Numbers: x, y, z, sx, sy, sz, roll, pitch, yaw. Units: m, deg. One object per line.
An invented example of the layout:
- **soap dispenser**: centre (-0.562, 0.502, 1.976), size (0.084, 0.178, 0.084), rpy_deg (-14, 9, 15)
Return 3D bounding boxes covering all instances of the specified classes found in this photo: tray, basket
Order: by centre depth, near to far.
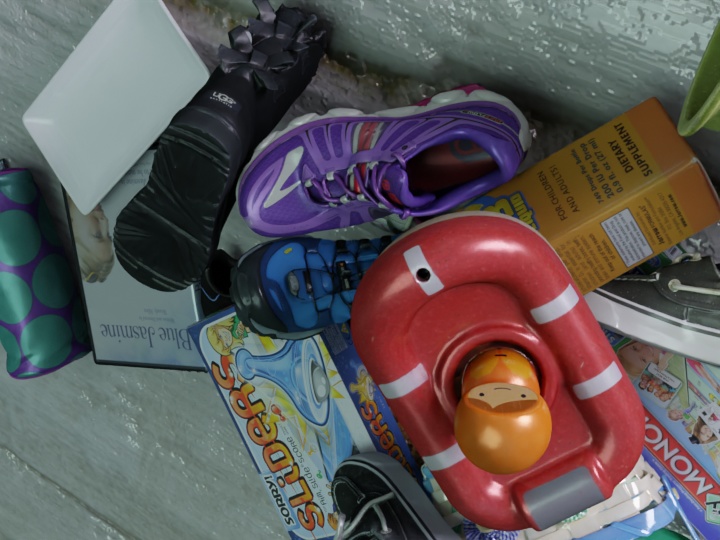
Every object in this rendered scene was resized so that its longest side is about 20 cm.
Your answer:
- **basket**: centre (0.136, 0.190, 0.779), size (0.176, 0.139, 0.200), rpy_deg (-30, 85, 14)
- **tray**: centre (-0.201, -0.143, 0.959), size (0.200, 0.022, 0.107), rpy_deg (-39, 81, 35)

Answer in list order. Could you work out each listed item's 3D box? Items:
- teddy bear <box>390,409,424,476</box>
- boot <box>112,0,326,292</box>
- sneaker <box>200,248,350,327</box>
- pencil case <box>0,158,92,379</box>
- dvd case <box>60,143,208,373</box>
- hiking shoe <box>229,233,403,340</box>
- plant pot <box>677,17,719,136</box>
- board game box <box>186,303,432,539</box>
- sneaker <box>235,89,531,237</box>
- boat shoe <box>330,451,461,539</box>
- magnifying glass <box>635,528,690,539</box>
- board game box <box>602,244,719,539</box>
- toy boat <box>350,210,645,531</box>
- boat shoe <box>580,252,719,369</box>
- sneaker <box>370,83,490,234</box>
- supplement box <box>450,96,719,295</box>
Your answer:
- **teddy bear**: centre (0.085, 0.149, 0.910), size (0.200, 0.067, 0.145), rpy_deg (-2, 121, 27)
- **boot**: centre (-0.100, -0.092, 0.841), size (0.073, 0.163, 0.198), rpy_deg (30, 138, -2)
- **sneaker**: centre (-0.051, 0.038, 0.931), size (0.200, 0.070, 0.078), rpy_deg (13, 127, 30)
- **pencil case**: centre (-0.322, 0.001, 1.084), size (0.092, 0.085, 0.200), rpy_deg (-10, 107, 20)
- **dvd case**: centre (-0.199, -0.010, 1.021), size (0.142, 0.018, 0.200), rpy_deg (0, 104, 34)
- **hiking shoe**: centre (0.000, 0.000, 0.801), size (0.087, 0.200, 0.075), rpy_deg (-25, 76, 43)
- **plant pot**: centre (0.289, -0.120, 0.570), size (0.190, 0.200, 0.200), rpy_deg (25, 126, 5)
- **board game box**: centre (-0.041, 0.109, 0.892), size (0.135, 0.034, 0.200), rpy_deg (-24, 93, 43)
- **sneaker**: centre (0.008, -0.064, 0.737), size (0.200, 0.083, 0.081), rpy_deg (-15, 111, 18)
- **boat shoe**: centre (0.013, 0.184, 0.761), size (0.199, 0.068, 0.074), rpy_deg (-136, 44, -56)
- **magnifying glass**: centre (0.160, 0.215, 0.871), size (0.200, 0.022, 0.080), rpy_deg (9, 128, 11)
- **board game box**: centre (0.225, 0.082, 0.796), size (0.200, 0.029, 0.135), rpy_deg (47, 129, 5)
- **toy boat**: centre (0.077, 0.067, 0.645), size (0.130, 0.131, 0.200), rpy_deg (-29, 103, 12)
- **boat shoe**: centre (0.214, 0.024, 0.720), size (0.200, 0.071, 0.064), rpy_deg (18, 89, 34)
- **sneaker**: centre (0.011, -0.064, 0.831), size (0.200, 0.081, 0.088), rpy_deg (-12, 104, 38)
- **supplement box**: centre (0.118, -0.021, 0.726), size (0.200, 0.067, 0.069), rpy_deg (-32, 137, 13)
